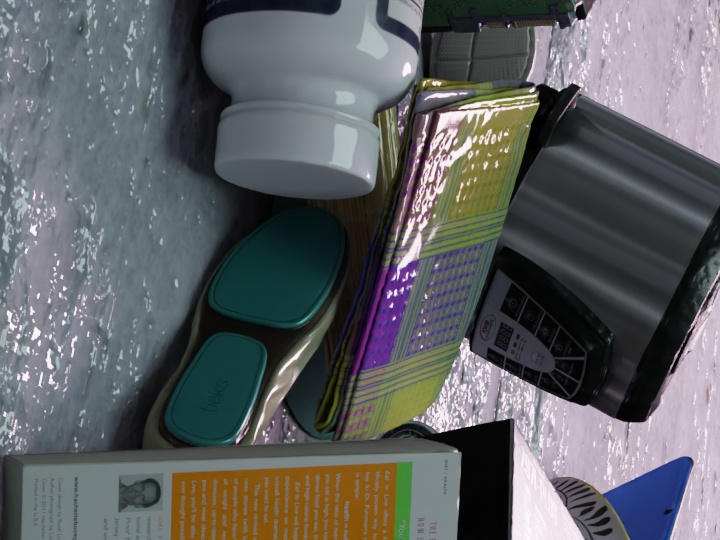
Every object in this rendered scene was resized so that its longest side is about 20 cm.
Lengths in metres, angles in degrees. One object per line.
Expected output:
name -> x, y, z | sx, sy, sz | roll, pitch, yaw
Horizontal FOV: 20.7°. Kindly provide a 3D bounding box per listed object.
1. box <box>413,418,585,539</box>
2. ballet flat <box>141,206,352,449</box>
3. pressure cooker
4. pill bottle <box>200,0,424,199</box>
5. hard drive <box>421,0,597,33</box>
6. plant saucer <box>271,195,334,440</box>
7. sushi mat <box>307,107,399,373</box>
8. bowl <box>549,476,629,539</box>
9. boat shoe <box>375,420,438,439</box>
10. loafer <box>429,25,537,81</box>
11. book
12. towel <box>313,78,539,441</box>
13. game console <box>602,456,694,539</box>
box -> 0.076, 0.208, 1.059 | 0.201, 0.085, 0.165 | 57, 28, -42
ballet flat -> -0.058, 0.046, 0.994 | 0.201, 0.069, 0.070 | -58, 144, -47
pressure cooker -> 0.131, -0.018, 1.247 | 0.177, 0.199, 0.179 | -62, 170, 5
pill bottle -> -0.022, -0.143, 0.994 | 0.111, 0.110, 0.202 | 32, 62, -66
hard drive -> 0.040, -0.222, 1.075 | 0.038, 0.139, 0.201 | -55, 133, -38
plant saucer -> 0.000, 0.000, 1.166 | 0.200, 0.036, 0.203 | 2, 90, -68
sushi mat -> -0.001, -0.033, 1.096 | 0.095, 0.012, 0.202 | -17, 102, -57
bowl -> 0.102, 0.241, 1.323 | 0.093, 0.200, 0.203 | 0, 92, -25
boat shoe -> 0.007, 0.160, 1.144 | 0.068, 0.073, 0.200 | 83, 27, -50
loafer -> 0.082, -0.118, 1.345 | 0.063, 0.071, 0.202 | -83, 175, -71
book -> -0.055, 0.145, 0.858 | 0.198, 0.048, 0.135 | 0, 93, -25
towel -> 0.037, -0.009, 1.055 | 0.143, 0.023, 0.202 | -16, 126, -61
game console -> 0.208, 0.272, 1.612 | 0.200, 0.117, 0.172 | -57, 143, -52
